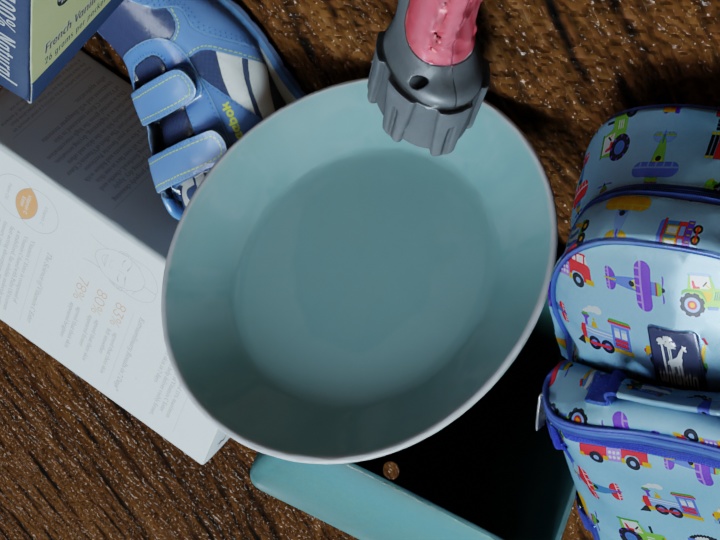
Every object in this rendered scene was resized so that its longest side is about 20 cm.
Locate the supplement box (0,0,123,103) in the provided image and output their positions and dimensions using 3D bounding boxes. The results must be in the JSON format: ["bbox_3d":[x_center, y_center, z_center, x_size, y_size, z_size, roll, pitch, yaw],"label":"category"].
[{"bbox_3d":[-0.185,-0.221,0.899,0.199,0.135,0.201,31,149,10],"label":"supplement box"}]

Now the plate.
[{"bbox_3d":[0.000,0.000,0.962,0.199,0.202,0.026,17,162,30],"label":"plate"}]

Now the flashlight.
[{"bbox_3d":[0.045,-0.123,0.868,0.068,0.068,0.201,28,148,8],"label":"flashlight"}]

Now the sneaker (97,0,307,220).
[{"bbox_3d":[-0.076,-0.075,1.043,0.200,0.082,0.074,47,149,-14],"label":"sneaker"}]

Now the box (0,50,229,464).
[{"bbox_3d":[-0.126,-0.011,1.137,0.199,0.098,0.125,35,136,7],"label":"box"}]

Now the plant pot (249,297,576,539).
[{"bbox_3d":[0.025,0.076,1.076,0.140,0.142,0.200,27,158,-9],"label":"plant pot"}]

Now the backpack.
[{"bbox_3d":[0.163,0.032,0.894,0.181,0.135,0.201,12,139,34],"label":"backpack"}]
